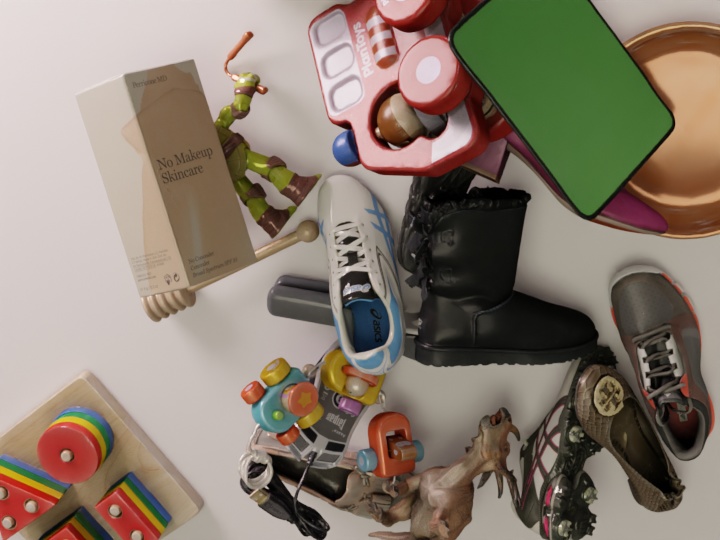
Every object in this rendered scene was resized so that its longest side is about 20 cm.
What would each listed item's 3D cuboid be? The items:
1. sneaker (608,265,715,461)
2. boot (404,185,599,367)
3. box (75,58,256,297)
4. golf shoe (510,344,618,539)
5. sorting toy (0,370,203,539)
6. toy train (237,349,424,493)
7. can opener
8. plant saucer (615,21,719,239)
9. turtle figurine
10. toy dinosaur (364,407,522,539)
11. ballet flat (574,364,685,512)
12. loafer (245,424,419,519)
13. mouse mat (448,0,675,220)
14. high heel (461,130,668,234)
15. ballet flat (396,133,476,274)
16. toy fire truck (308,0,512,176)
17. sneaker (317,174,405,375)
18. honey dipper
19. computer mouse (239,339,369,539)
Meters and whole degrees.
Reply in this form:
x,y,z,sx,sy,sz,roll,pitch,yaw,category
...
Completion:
x,y,z,sx,sy,sz,roll,pitch,yaw,category
0.293,0.090,1.292,0.077,0.082,0.200,-20,105,18,sneaker
0.135,0.004,1.277,0.198,0.073,0.163,-2,106,-14,boot
-0.179,-0.085,1.260,0.078,0.095,0.200,-11,100,44,box
0.196,0.166,1.342,0.088,0.077,0.200,16,93,50,golf shoe
-0.312,0.246,1.482,0.200,0.070,0.199,-36,99,21,sorting toy
-0.020,0.150,1.324,0.200,0.056,0.151,-2,88,-30,toy train
0.005,0.050,1.353,0.200,0.053,0.067,13,113,7,can opener
0.296,-0.128,1.236,0.200,0.037,0.201,4,110,10,plant saucer
-0.119,-0.116,1.311,0.161,0.064,0.200,38,113,-4,turtle figurine
0.088,0.234,1.358,0.086,0.135,0.200,57,139,22,toy dinosaur
0.264,0.166,1.311,0.067,0.046,0.200,-45,123,-20,ballet flat
-0.027,0.218,1.416,0.200,0.063,0.072,22,114,3,loafer
0.176,-0.160,1.159,0.200,0.161,0.008,52,148,-10,mouse mat
0.193,-0.103,1.221,0.200,0.067,0.096,23,91,4,high heel
0.076,-0.091,1.292,0.066,0.057,0.200,15,107,-17,ballet flat
0.039,-0.170,1.208,0.168,0.112,0.200,-26,65,30,toy fire truck
0.000,0.000,1.296,0.072,0.072,0.200,-14,77,6,sneaker
-0.129,-0.001,1.372,0.200,0.038,0.038,-23,104,16,honey dipper
-0.041,0.160,1.369,0.110,0.044,0.200,33,72,-22,computer mouse
